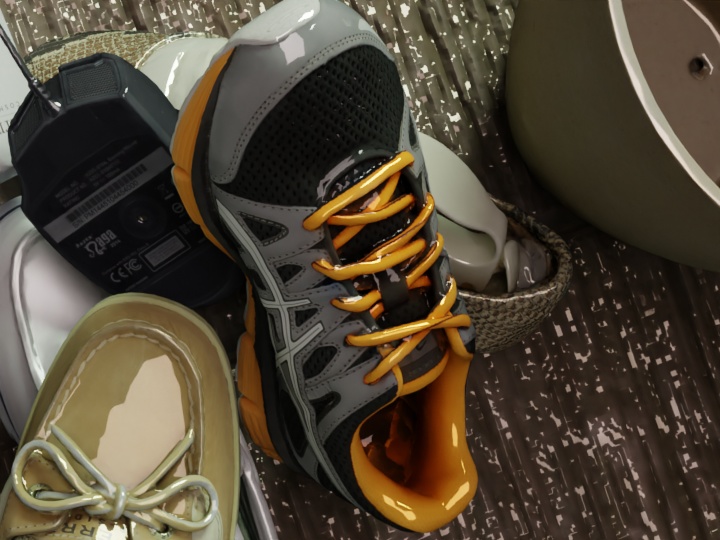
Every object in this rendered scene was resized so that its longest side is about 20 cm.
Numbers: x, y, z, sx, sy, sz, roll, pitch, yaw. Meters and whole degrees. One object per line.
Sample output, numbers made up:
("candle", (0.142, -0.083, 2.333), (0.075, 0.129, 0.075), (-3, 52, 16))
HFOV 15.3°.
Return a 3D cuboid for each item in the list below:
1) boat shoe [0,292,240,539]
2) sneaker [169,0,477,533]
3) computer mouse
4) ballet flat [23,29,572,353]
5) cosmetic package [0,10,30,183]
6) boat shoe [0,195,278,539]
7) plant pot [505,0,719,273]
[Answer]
("boat shoe", (-0.083, 0.107, 0.797), (0.073, 0.063, 0.202), (18, 90, -2))
("sneaker", (0.000, 0.000, 0.816), (0.078, 0.077, 0.201), (-33, 138, -19))
("computer mouse", (-0.102, -0.066, 0.826), (0.058, 0.034, 0.200), (-29, 113, 21))
("ballet flat", (-0.016, -0.036, 0.887), (0.199, 0.075, 0.068), (26, 62, -13))
("cosmetic package", (-0.199, -0.075, 0.800), (0.200, 0.052, 0.152), (-23, 93, -49))
("boat shoe", (-0.062, 0.063, 0.863), (0.073, 0.067, 0.201), (-29, 92, -20))
("plant pot", (0.126, -0.073, 0.874), (0.186, 0.200, 0.189), (3, 81, -18))
